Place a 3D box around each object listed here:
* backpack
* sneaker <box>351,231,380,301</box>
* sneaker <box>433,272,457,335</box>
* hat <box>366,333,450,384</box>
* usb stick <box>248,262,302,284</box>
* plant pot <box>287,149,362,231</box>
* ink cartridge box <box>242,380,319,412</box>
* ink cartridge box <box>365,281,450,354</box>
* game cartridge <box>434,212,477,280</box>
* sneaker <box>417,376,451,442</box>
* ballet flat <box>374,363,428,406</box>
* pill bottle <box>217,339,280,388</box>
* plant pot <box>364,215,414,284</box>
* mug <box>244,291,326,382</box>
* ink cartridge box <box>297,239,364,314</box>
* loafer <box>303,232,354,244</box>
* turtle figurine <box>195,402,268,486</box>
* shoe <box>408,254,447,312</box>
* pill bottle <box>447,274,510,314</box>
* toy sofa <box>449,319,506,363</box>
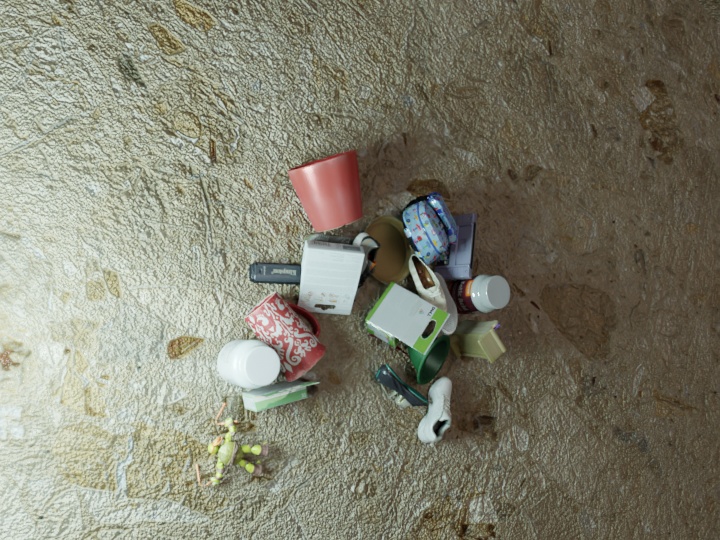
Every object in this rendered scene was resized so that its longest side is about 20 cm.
[{"bbox_3d":[0.201,-0.122,1.719,0.185,0.133,0.200,62,17,-9],"label":"backpack"},{"bbox_3d":[0.000,0.000,1.638,0.073,0.078,0.204,-8,120,-54],"label":"sneaker"},{"bbox_3d":[0.239,0.110,1.763,0.072,0.083,0.204,-4,59,-9],"label":"sneaker"},{"bbox_3d":[0.153,0.221,1.766,0.166,0.174,0.201,-50,149,-17],"label":"hat"},{"bbox_3d":[-0.203,0.009,1.583,0.196,0.032,0.057,3,84,-29],"label":"usb stick"},{"bbox_3d":[-0.083,-0.212,1.597,0.198,0.199,0.181,-23,105,-29],"label":"plant pot"},{"bbox_3d":[-0.196,0.310,1.457,0.143,0.199,0.049,-10,89,-29],"label":"ink cartridge box"},{"bbox_3d":[0.133,0.148,1.667,0.198,0.076,0.149,29,66,22],"label":"ink cartridge box"},{"bbox_3d":[0.291,-0.072,1.812,0.038,0.127,0.205,25,67,-50],"label":"game cartridge"},{"bbox_3d":[0.244,0.418,1.750,0.077,0.099,0.204,25,73,-24],"label":"sneaker"},{"bbox_3d":[0.113,0.348,1.710,0.200,0.072,0.074,43,66,-25],"label":"ballet flat"},{"bbox_3d":[-0.269,0.226,1.426,0.112,0.199,0.117,3,83,-28],"label":"pill bottle"},{"bbox_3d":[0.078,-0.060,1.742,0.197,0.027,0.205,5,81,-36],"label":"plant pot"},{"bbox_3d":[-0.197,0.161,1.538,0.132,0.178,0.201,-36,100,10],"label":"mug"},{"bbox_3d":[-0.084,0.022,1.588,0.156,0.048,0.203,5,122,-14],"label":"ink cartridge box"},{"bbox_3d":[-0.077,-0.070,1.640,0.198,0.069,0.077,18,93,-44],"label":"loafer"},{"bbox_3d":[-0.309,0.442,1.456,0.159,0.064,0.205,20,75,-26],"label":"turtle figurine"},{"bbox_3d":[0.193,0.041,1.715,0.069,0.054,0.203,-24,69,-8],"label":"shoe"},{"bbox_3d":[0.354,0.073,1.792,0.112,0.199,0.117,4,82,-28],"label":"pill bottle"},{"bbox_3d":[0.354,0.211,1.778,0.097,0.199,0.084,-38,102,-21],"label":"toy sofa"}]
